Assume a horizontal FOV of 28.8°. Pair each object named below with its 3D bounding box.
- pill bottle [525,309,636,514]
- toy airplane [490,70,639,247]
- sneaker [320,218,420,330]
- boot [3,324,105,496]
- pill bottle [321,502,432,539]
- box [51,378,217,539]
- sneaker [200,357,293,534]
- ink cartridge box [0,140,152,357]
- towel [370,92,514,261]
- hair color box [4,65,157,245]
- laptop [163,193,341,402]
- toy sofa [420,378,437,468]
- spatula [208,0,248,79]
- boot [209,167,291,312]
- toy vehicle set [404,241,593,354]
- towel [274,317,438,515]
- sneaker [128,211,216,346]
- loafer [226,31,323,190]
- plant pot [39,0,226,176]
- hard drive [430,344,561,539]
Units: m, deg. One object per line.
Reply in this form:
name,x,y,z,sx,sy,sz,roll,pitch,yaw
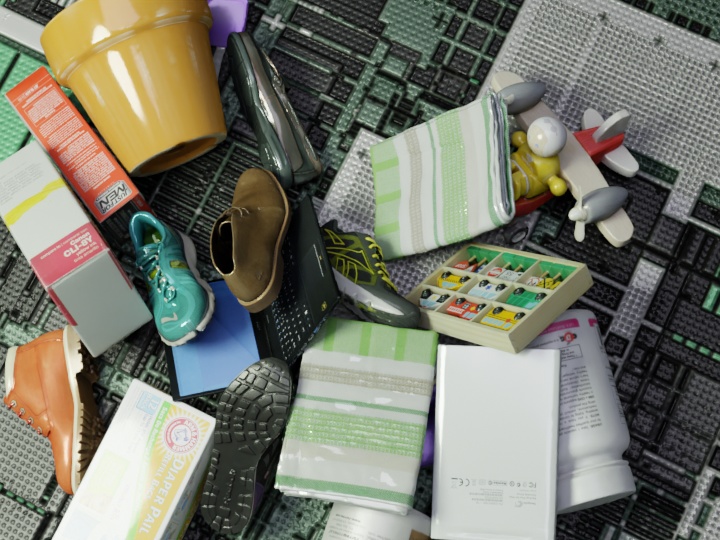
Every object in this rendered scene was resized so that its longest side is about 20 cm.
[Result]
pill bottle,0.227,0.154,1.525,0.112,0.113,0.203,-14,74,0
toy airplane,0.223,-0.130,1.584,0.197,0.142,0.201,11,67,14
sneaker,0.000,0.000,1.575,0.199,0.075,0.085,31,76,37
boot,-0.349,0.166,1.591,0.106,0.075,0.202,-12,66,4
pill bottle,-0.001,0.344,1.491,0.113,0.114,0.202,17,77,8
box,-0.237,0.237,1.543,0.111,0.101,0.202,23,78,10
sneaker,-0.118,0.180,1.531,0.075,0.088,0.202,23,106,10
ink cartridge box,-0.329,-0.026,1.568,0.083,0.146,0.200,-34,55,-8
towel,0.086,-0.102,1.578,0.199,0.030,0.151,-18,68,43
hair color box,-0.327,-0.133,1.649,0.061,0.102,0.201,-37,76,-5
laptop,-0.128,0.027,1.549,0.201,0.102,0.178,-53,35,29
toy sofa,0.032,0.180,1.541,0.197,0.098,0.084,-12,74,0
spatula,-0.177,-0.239,1.707,0.056,0.021,0.203,8,77,5
boot,-0.125,-0.053,1.552,0.073,0.075,0.202,-28,41,23
toy vehicle set,0.143,0.026,1.525,0.124,0.199,0.027,-40,117,-23
towel,-0.001,0.151,1.488,0.147,0.031,0.202,9,66,7
sneaker,-0.221,0.009,1.570,0.077,0.080,0.201,-37,42,6
loafer,-0.103,-0.193,1.674,0.062,0.072,0.202,-16,81,-21
plant pot,-0.245,-0.217,1.625,0.198,0.200,0.185,-23,86,-2
hard drive,0.142,0.182,1.472,0.130,0.026,0.203,1,85,14
